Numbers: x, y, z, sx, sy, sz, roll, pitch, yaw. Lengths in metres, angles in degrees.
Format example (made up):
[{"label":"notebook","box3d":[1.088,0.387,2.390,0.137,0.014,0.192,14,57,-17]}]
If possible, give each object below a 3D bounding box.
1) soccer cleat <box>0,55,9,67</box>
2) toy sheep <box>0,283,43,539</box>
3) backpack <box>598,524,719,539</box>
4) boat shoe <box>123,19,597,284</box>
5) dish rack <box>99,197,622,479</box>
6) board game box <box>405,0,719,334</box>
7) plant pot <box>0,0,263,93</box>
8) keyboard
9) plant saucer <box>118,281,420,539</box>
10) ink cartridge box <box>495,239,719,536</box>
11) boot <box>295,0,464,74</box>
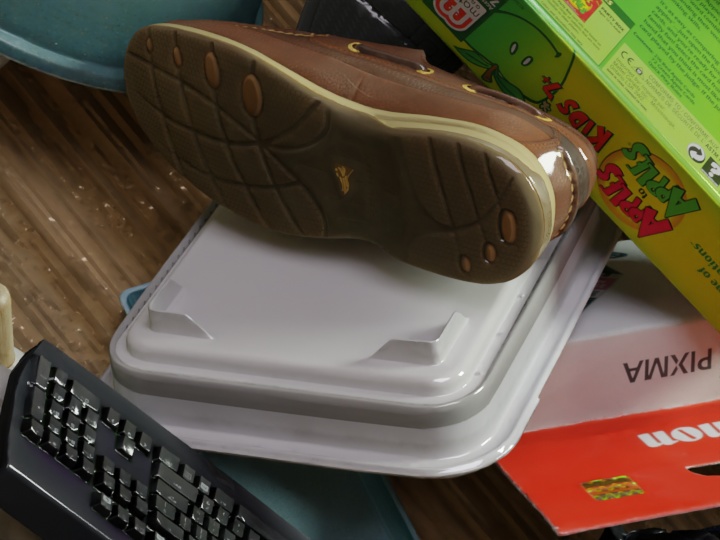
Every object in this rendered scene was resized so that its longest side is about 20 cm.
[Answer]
[{"label":"soccer cleat","box3d":[-0.232,-0.067,1.089,0.199,0.070,0.087,-7,70,-11]},{"label":"toy sheep","box3d":[-0.160,0.077,0.977,0.137,0.138,0.200,13,49,-6]},{"label":"backpack","box3d":[0.171,0.175,0.957,0.147,0.200,0.183,36,56,-20]},{"label":"boat shoe","box3d":[-0.001,-0.053,1.033,0.200,0.072,0.068,21,35,29]},{"label":"dish rack","box3d":[0.000,0.000,1.049,0.171,0.044,0.200,5,34,21]},{"label":"board game box","box3d":[0.121,-0.068,1.048,0.200,0.048,0.102,46,48,-4]},{"label":"plant pot","box3d":[-0.088,-0.211,1.091,0.200,0.196,0.200,23,34,-16]},{"label":"keyboard","box3d":[-0.054,0.117,0.950,0.200,0.021,0.127,39,37,-29]},{"label":"plant saucer","box3d":[-0.027,0.084,1.072,0.070,0.019,0.200,-18,65,-23]},{"label":"ink cartridge box","box3d":[0.131,0.036,1.068,0.199,0.044,0.174,-8,21,-18]},{"label":"boot","box3d":[0.035,-0.145,1.165,0.073,0.154,0.204,34,85,-5]}]
